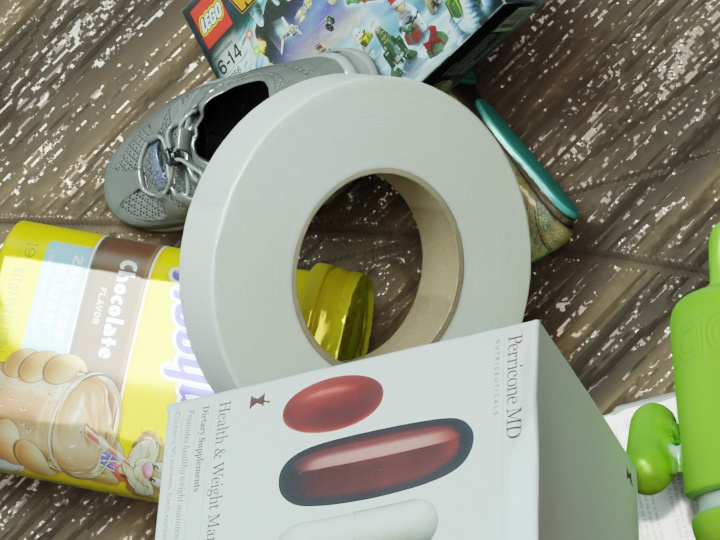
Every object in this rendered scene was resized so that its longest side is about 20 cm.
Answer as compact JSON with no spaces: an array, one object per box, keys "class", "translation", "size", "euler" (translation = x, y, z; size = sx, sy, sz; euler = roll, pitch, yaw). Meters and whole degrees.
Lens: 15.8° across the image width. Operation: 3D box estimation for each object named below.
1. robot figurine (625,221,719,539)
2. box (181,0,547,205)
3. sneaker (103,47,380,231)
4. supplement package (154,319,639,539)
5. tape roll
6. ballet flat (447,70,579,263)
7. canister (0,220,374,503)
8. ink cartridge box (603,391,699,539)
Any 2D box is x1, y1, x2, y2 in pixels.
[{"class":"robot figurine","translation":[0.219,0.074,1.318],"size":[0.174,0.116,0.201],"euler":[-7,78,10]},{"class":"box","translation":[-0.003,-0.144,1.414],"size":[0.200,0.040,0.137],"euler":[-42,68,38]},{"class":"sneaker","translation":[-0.081,-0.074,1.412],"size":[0.200,0.082,0.075],"euler":[-26,79,41]},{"class":"supplement package","translation":[0.018,0.157,1.235],"size":[0.199,0.147,0.192],"euler":[-14,50,20]},{"class":"tape roll","translation":[0.000,0.000,1.341],"size":[0.202,0.037,0.204],"euler":[-4,98,-34]},{"class":"ballet flat","translation":[0.044,-0.086,1.447],"size":[0.071,0.071,0.201],"euler":[-33,76,0]},{"class":"canister","translation":[-0.105,0.058,1.424],"size":[0.199,0.087,0.149],"euler":[10,81,11]},{"class":"ink cartridge box","translation":[0.162,0.170,1.384],"size":[0.175,0.045,0.201],"euler":[-13,77,3]}]
